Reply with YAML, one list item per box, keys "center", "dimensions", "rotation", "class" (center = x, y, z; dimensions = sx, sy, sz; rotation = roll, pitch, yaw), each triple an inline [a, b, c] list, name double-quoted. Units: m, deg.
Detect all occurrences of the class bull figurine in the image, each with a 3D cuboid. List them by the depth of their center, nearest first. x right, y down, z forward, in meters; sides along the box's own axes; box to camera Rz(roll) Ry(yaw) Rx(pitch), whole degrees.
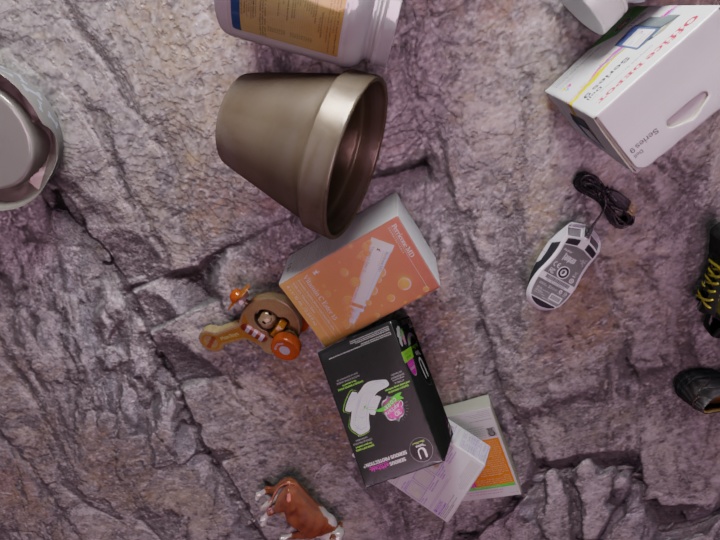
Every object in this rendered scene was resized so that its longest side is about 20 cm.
- center: [-0.117, 0.482, 1.050]
  dimensions: [0.120, 0.065, 0.202]
  rotation: [-26, 112, 12]
  class: "bull figurine"

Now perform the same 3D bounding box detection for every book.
- center: [0.198, 0.327, 0.970]
  dimensions: [0.131, 0.048, 0.203]
  rotation: [-17, 114, 15]
  class: "book"

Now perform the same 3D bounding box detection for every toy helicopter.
- center: [-0.184, 0.084, 0.855]
  dimensions: [0.197, 0.079, 0.133]
  rotation: [-18, 121, 25]
  class: "toy helicopter"

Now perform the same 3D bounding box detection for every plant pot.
- center: [-0.078, -0.164, 0.673]
  dimensions: [0.171, 0.200, 0.203]
  rotation: [21, 117, 10]
  class: "plant pot"

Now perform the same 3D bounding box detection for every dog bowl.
- center: [-0.509, -0.188, 0.741]
  dimensions: [0.196, 0.059, 0.204]
  rotation: [1, 117, 2]
  class: "dog bowl"

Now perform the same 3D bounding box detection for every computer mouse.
- center: [0.306, -0.034, 0.787]
  dimensions: [0.108, 0.044, 0.202]
  rotation: [26, 109, -15]
  class: "computer mouse"

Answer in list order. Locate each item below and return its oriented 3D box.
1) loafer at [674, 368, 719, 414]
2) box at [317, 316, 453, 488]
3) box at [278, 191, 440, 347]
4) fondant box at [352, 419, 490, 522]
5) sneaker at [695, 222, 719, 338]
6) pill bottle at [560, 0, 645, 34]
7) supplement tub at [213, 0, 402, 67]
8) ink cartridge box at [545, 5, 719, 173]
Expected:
- center: [0.623, 0.198, 0.867]
  dimensions: [0.196, 0.073, 0.074]
  rotation: [-11, 115, 7]
  class: "loafer"
- center: [0.043, 0.188, 0.808]
  dimensions: [0.122, 0.148, 0.203]
  rotation: [-22, 82, 14]
  class: "box"
- center: [0.000, 0.000, 0.787]
  dimensions: [0.198, 0.098, 0.125]
  rotation: [-29, 112, 16]
  class: "box"
- center: [0.101, 0.309, 0.921]
  dimensions: [0.198, 0.058, 0.146]
  rotation: [30, 116, 12]
  class: "fondant box"
- center: [0.534, 0.025, 0.785]
  dimensions: [0.083, 0.075, 0.202]
  rotation: [-24, 113, 15]
  class: "sneaker"
- center: [0.309, -0.370, 0.578]
  dimensions: [0.113, 0.114, 0.200]
  rotation: [37, 113, -15]
  class: "pill bottle"
- center: [-0.051, -0.318, 0.605]
  dimensions: [0.196, 0.145, 0.147]
  rotation: [13, 117, -4]
  class: "supplement tub"
- center: [0.312, -0.212, 0.607]
  dimensions: [0.087, 0.201, 0.145]
  rotation: [41, 112, -17]
  class: "ink cartridge box"
